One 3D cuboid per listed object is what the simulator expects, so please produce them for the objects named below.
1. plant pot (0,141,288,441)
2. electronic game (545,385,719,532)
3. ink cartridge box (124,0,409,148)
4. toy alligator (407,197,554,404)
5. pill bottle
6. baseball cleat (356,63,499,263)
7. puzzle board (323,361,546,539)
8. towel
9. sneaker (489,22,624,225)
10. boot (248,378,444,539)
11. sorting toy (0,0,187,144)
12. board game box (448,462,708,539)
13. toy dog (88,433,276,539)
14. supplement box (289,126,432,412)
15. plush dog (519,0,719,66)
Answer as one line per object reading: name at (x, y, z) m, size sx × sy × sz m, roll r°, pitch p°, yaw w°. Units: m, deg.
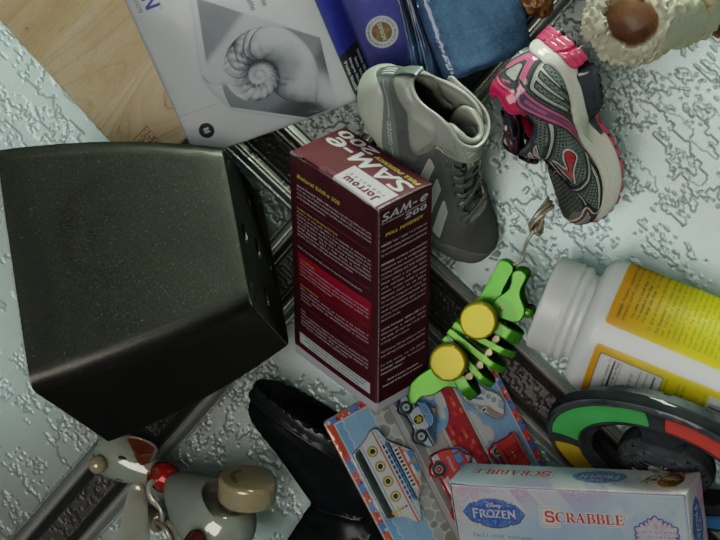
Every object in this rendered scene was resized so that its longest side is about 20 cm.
plant pot at (-0.165, 0.004, 1.656) m, size 0.177 × 0.200 × 0.200 m, roll -13°, pitch 71°, yaw 6°
electronic game at (0.240, 0.151, 1.614) m, size 0.199 × 0.200 × 0.042 m, roll 22°, pitch 65°, yaw 10°
ink cartridge box at (-0.077, -0.210, 1.607) m, size 0.199 × 0.041 × 0.200 m, roll -20°, pitch 110°, yaw 11°
toy alligator at (0.111, 0.038, 1.630) m, size 0.054 × 0.059 × 0.200 m, roll 37°, pitch 103°, yaw 6°
pill bottle at (0.236, 0.061, 1.624) m, size 0.199 × 0.109 × 0.110 m, roll 22°, pitch 105°, yaw 9°
baseball cleat at (0.071, -0.078, 1.616) m, size 0.106 × 0.070 × 0.200 m, roll 4°, pitch 142°, yaw 47°
puzzle board at (0.080, 0.177, 1.697) m, size 0.150 × 0.017 × 0.201 m, roll -28°, pitch 93°, yaw -14°
towel at (0.065, -0.253, 1.616) m, size 0.048 × 0.111 × 0.201 m, roll -8°, pitch 101°, yaw 53°
sneaker at (0.146, -0.104, 1.588) m, size 0.075 × 0.200 × 0.081 m, roll -37°, pitch 50°, yaw -11°
boot at (-0.045, 0.210, 1.743) m, size 0.200 × 0.076 × 0.169 m, roll 33°, pitch 103°, yaw 0°
sorting toy at (-0.167, -0.219, 1.696) m, size 0.200 × 0.070 × 0.199 m, roll -43°, pitch 88°, yaw 18°
board game box at (0.180, 0.253, 1.624) m, size 0.199 × 0.041 × 0.201 m, roll 0°, pitch 110°, yaw 27°
toy dog at (-0.163, 0.199, 1.728) m, size 0.199 × 0.096 × 0.133 m, roll -2°, pitch 98°, yaw 40°
supplement box at (0.000, 0.000, 1.639) m, size 0.109 × 0.061 × 0.201 m, roll 35°, pitch 139°, yaw 37°
plush dog at (0.210, -0.250, 1.574) m, size 0.171 × 0.160 × 0.200 m, roll 33°, pitch 89°, yaw 24°
